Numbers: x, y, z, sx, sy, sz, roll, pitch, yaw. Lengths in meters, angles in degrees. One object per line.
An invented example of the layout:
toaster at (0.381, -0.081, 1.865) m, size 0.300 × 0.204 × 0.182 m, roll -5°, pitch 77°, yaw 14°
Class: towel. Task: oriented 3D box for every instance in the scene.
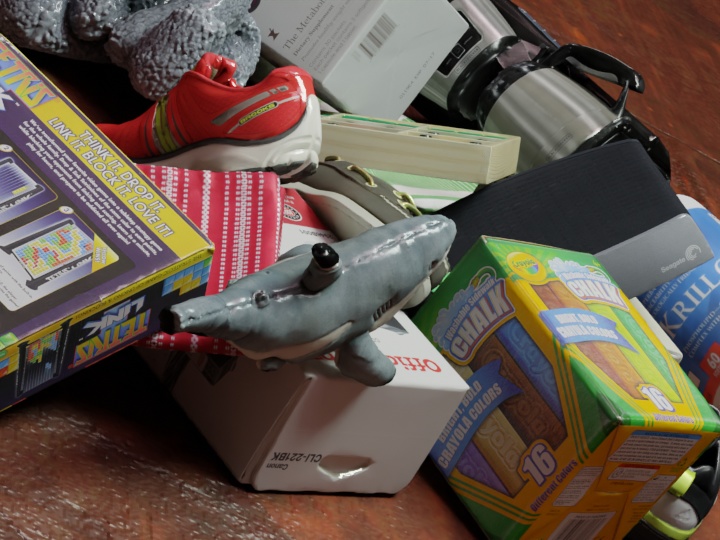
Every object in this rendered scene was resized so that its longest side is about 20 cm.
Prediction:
towel at (-0.145, -0.016, 1.503) m, size 0.200 × 0.023 × 0.145 m, roll 7°, pitch 44°, yaw -3°
towel at (0.013, -0.102, 2.058) m, size 0.200 × 0.023 × 0.152 m, roll 45°, pitch 25°, yaw 27°

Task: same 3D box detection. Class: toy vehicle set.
toy vehicle set at (0.003, -0.090, 1.868) m, size 0.200 × 0.027 × 0.124 m, roll 8°, pitch 7°, yaw 11°

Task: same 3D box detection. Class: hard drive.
hard drive at (0.121, -0.016, 1.797) m, size 0.135 × 0.200 × 0.042 m, roll -116°, pitch -175°, yaw -51°

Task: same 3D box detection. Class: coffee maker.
coffee maker at (0.138, -0.108, 2.135) m, size 0.200 × 0.135 × 0.192 m, roll 47°, pitch -17°, yaw 32°

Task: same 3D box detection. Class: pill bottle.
pill bottle at (0.243, 0.014, 2.009) m, size 0.200 × 0.112 × 0.112 m, roll 43°, pitch 23°, yaw 28°

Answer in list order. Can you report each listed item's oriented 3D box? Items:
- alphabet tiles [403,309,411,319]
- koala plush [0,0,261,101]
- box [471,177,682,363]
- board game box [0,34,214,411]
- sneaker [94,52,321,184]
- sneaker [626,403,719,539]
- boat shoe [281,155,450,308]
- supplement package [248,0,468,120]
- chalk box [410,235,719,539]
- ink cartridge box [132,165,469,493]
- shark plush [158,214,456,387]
alphabet tiles at (0.078, 0.053, 1.834) m, size 0.167 × 0.008 × 0.200 m, roll 33°, pitch 21°, yaw 0°
koala plush at (-0.126, -0.232, 1.858) m, size 0.177 × 0.200 × 0.184 m, roll 23°, pitch 12°, yaw 23°
box at (0.135, 0.023, 1.861) m, size 0.068 × 0.082 × 0.200 m, roll 15°, pitch 26°, yaw -38°
board game box at (-0.205, -0.026, 1.445) m, size 0.165 × 0.057 × 0.200 m, roll -26°, pitch 58°, yaw -34°
sneaker at (-0.103, -0.094, 1.691) m, size 0.200 × 0.085 × 0.077 m, roll -2°, pitch -8°, yaw 36°
sneaker at (0.220, 0.123, 1.777) m, size 0.072 × 0.083 × 0.200 m, roll 33°, pitch 21°, yaw -1°
boat shoe at (0.003, -0.030, 1.680) m, size 0.060 × 0.072 × 0.202 m, roll -27°, pitch 25°, yaw -21°
supplement package at (-0.041, -0.205, 1.987) m, size 0.200 × 0.114 × 0.110 m, roll 36°, pitch -2°, yaw 32°
chalk box at (0.104, 0.062, 1.656) m, size 0.124 × 0.124 × 0.200 m, roll 5°, pitch 42°, yaw -50°
ink cartridge box at (-0.054, 0.035, 1.581) m, size 0.144 × 0.084 × 0.200 m, roll 7°, pitch 34°, yaw -48°
shark plush at (-0.037, 0.003, 1.434) m, size 0.200 × 0.083 × 0.091 m, roll 4°, pitch 54°, yaw -43°
